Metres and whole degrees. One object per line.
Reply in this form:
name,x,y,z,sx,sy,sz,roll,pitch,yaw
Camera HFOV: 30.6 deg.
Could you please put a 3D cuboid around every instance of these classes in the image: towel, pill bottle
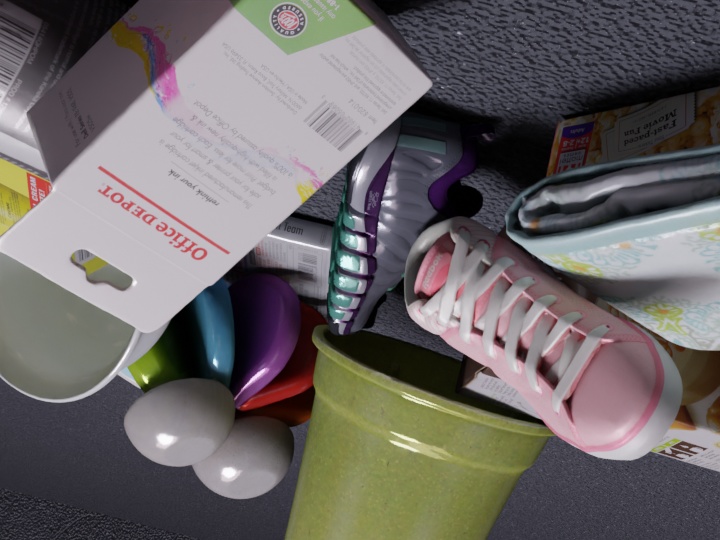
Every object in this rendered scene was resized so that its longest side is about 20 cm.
towel,0.201,-0.005,0.688,0.200,0.048,0.171,-6,150,45
pill bottle,-0.153,-0.101,0.722,0.200,0.111,0.111,27,156,-29

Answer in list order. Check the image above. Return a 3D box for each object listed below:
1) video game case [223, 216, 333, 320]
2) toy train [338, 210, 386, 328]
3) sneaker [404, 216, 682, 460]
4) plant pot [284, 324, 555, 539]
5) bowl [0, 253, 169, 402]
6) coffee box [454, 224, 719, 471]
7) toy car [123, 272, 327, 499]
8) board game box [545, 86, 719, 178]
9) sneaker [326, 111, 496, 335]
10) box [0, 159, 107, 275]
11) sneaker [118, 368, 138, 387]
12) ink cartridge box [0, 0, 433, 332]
video game case,-0.110,-0.011,1.054,0.182,0.024,0.200,14,161,2
toy train,0.000,0.000,0.974,0.034,0.046,0.200,12,159,6
sneaker,0.086,0.032,0.728,0.105,0.075,0.200,25,-168,-29
plant pot,0.028,0.161,0.983,0.200,0.185,0.200,20,-174,-2
bowl,-0.187,-0.015,0.911,0.201,0.201,0.090,0,-175,35
coffee box,0.178,0.051,0.890,0.200,0.115,0.080,16,160,-5
toy car,-0.101,0.067,1.032,0.150,0.175,0.200,-31,142,15
board game box,0.224,-0.044,0.705,0.151,0.046,0.200,30,155,-36
sneaker,0.028,-0.020,0.825,0.087,0.075,0.200,6,144,-4
box,-0.237,-0.063,0.845,0.200,0.050,0.075,23,129,31
sneaker,-0.208,0.071,1.262,0.200,0.074,0.082,19,162,-13
ink cartridge box,-0.079,-0.071,0.647,0.200,0.067,0.117,-41,136,12
